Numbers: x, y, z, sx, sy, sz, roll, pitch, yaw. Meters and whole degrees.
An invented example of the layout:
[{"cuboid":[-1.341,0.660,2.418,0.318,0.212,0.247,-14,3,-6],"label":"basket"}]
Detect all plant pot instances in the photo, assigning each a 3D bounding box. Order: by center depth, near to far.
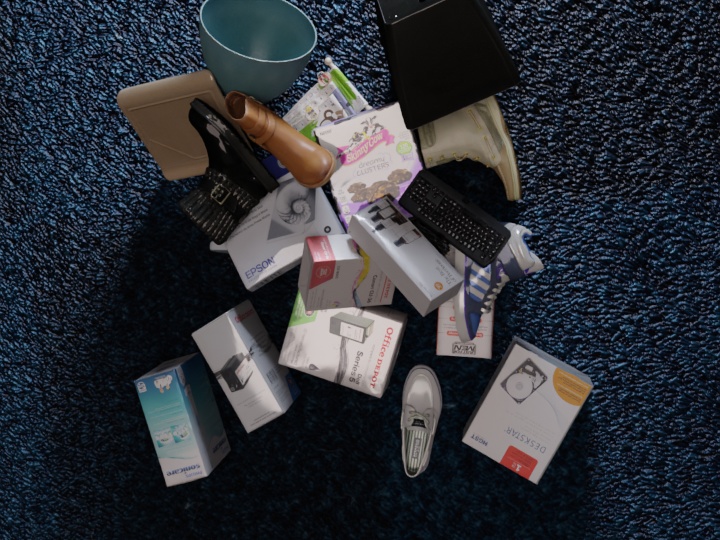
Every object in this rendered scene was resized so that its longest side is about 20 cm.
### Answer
[{"cuboid":[0.120,-0.384,1.464,0.197,0.201,0.178,-21,133,10],"label":"plant pot"},{"cuboid":[-0.186,-0.365,1.565,0.198,0.201,0.136,27,135,4],"label":"plant pot"}]

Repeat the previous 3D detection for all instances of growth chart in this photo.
[{"cuboid":[-0.071,-0.256,1.633,0.145,0.018,0.200,43,102,1],"label":"growth chart"}]

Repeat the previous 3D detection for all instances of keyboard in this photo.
[{"cuboid":[0.143,-0.077,1.503,0.199,0.040,0.105,38,100,25],"label":"keyboard"}]

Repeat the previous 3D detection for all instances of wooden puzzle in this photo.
[{"cuboid":[-0.304,-0.255,1.607,0.183,0.038,0.201,-9,136,15],"label":"wooden puzzle"}]

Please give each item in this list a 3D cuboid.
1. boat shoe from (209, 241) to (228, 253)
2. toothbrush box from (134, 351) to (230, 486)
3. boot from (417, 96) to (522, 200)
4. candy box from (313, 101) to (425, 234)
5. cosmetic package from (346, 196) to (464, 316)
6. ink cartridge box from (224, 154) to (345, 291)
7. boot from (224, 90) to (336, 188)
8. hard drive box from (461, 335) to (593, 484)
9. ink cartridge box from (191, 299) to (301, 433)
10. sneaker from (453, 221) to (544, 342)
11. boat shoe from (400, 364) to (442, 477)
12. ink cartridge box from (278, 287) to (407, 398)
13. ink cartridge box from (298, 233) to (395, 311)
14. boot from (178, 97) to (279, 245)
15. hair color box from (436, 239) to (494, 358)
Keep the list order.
[{"cuboid":[-0.176,-0.080,1.650,0.197,0.071,0.092,-4,84,9],"label":"boat shoe"},{"cuboid":[-0.321,0.268,1.669,0.084,0.146,0.203,-17,95,10],"label":"toothbrush box"},{"cuboid":[0.187,-0.198,1.574,0.153,0.072,0.202,-19,89,10],"label":"boot"},{"cuboid":[0.026,-0.176,1.591,0.166,0.072,0.202,-16,99,8],"label":"candy box"},{"cuboid":[0.072,-0.026,1.497,0.082,0.051,0.200,-31,67,-29],"label":"cosmetic package"},{"cuboid":[-0.154,-0.099,1.591,0.198,0.041,0.202,-30,78,6],"label":"ink cartridge box"},{"cuboid":[-0.137,-0.217,1.507,0.074,0.154,0.200,-54,45,0],"label":"boot"},{"cuboid":[0.292,0.244,1.610,0.155,0.077,0.202,28,100,5],"label":"hard drive box"},{"cuboid":[-0.201,0.168,1.638,0.083,0.145,0.202,-29,92,11],"label":"ink cartridge box"},{"cuboid":[0.233,0.020,1.526,0.144,0.081,0.203,0,90,14],"label":"sneaker"},{"cuboid":[0.109,0.274,1.645,0.072,0.067,0.203,1,97,8],"label":"boat shoe"},{"cuboid":[-0.029,0.122,1.638,0.198,0.084,0.147,18,99,6],"label":"ink cartridge box"},{"cuboid":[0.000,0.000,1.569,0.197,0.068,0.117,-5,134,-18],"label":"ink cartridge box"},{"cuboid":[-0.254,-0.164,1.533,0.157,0.079,0.212,-40,99,3],"label":"boot"},{"cuboid":[0.187,0.048,1.609,0.100,0.061,0.203,4,96,8],"label":"hair color box"}]
